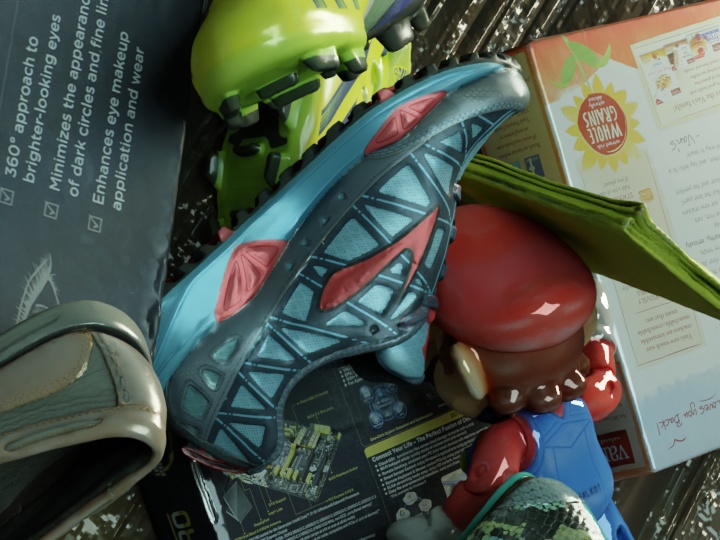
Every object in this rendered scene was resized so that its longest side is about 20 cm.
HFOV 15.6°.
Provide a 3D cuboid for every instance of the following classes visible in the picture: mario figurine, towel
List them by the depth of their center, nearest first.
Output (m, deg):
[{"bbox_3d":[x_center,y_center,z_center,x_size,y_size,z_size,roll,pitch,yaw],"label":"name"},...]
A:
[{"bbox_3d":[0.061,0.070,1.084,0.123,0.106,0.200,-49,126,-76],"label":"mario figurine"},{"bbox_3d":[0.081,-0.022,1.088,0.086,0.200,0.018,34,85,-32],"label":"towel"}]

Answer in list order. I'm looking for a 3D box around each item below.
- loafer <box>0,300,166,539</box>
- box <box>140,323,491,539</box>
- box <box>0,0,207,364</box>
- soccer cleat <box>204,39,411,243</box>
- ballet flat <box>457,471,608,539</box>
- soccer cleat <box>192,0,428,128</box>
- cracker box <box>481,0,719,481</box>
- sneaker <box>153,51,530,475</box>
[{"bbox_3d":[-0.150,0.089,0.877,0.200,0.063,0.072,-38,131,7],"label":"loafer"},{"bbox_3d":[0.009,0.092,1.102,0.200,0.049,0.161,-21,95,-37],"label":"box"},{"bbox_3d":[-0.176,-0.040,0.954,0.200,0.117,0.197,18,69,-33],"label":"box"},{"bbox_3d":[-0.011,-0.079,1.114,0.084,0.065,0.200,23,67,-33],"label":"soccer cleat"},{"bbox_3d":[0.026,0.169,1.002,0.074,0.074,0.200,34,98,-25],"label":"ballet flat"},{"bbox_3d":[-0.027,-0.108,0.983,0.084,0.065,0.200,66,19,-7],"label":"soccer cleat"},{"bbox_3d":[0.137,-0.015,1.211,0.134,0.058,0.200,-15,88,-36],"label":"cracker box"},{"bbox_3d":[0.000,0.000,1.022,0.200,0.079,0.096,-42,90,-7],"label":"sneaker"}]
